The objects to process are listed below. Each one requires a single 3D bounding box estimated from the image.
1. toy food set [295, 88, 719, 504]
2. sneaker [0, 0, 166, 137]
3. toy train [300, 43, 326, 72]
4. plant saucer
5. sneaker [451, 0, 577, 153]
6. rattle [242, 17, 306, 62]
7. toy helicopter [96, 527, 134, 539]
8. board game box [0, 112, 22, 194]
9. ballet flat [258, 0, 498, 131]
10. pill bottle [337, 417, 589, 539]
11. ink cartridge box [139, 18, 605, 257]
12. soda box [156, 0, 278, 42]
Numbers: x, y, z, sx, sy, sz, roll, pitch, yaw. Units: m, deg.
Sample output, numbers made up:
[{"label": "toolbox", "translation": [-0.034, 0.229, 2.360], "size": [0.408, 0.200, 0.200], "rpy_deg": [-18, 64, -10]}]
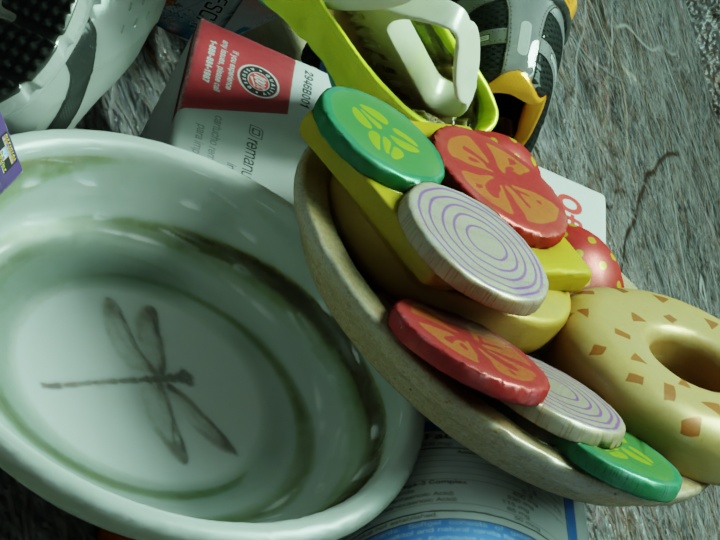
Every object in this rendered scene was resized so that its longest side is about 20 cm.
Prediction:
[{"label": "toy food set", "translation": [0.061, 0.011, 0.995], "size": [0.197, 0.049, 0.200], "rpy_deg": [2, 43, -52]}, {"label": "sneaker", "translation": [-0.097, -0.131, 1.026], "size": [0.200, 0.074, 0.080], "rpy_deg": [-55, 159, -12]}, {"label": "toy train", "translation": [0.029, -0.126, 1.292], "size": [0.087, 0.114, 0.201], "rpy_deg": [-51, 161, -37]}, {"label": "plant saucer", "translation": [-0.076, 0.034, 0.959], "size": [0.199, 0.050, 0.201], "rpy_deg": [19, 37, -15]}, {"label": "sneaker", "translation": [0.038, -0.055, 1.223], "size": [0.200, 0.078, 0.078], "rpy_deg": [113, -12, -46]}, {"label": "rattle", "translation": [-0.022, -0.175, 1.336], "size": [0.200, 0.142, 0.131], "rpy_deg": [59, 39, -60]}, {"label": "toy helicopter", "translation": [-0.068, 0.115, 1.024], "size": [0.132, 0.079, 0.201], "rpy_deg": [52, 18, -40]}, {"label": "board game box", "translation": [-0.183, -0.089, 0.825], "size": [0.165, 0.056, 0.201], "rpy_deg": [-62, 134, -67]}, {"label": "ballet flat", "translation": [0.004, -0.108, 1.038], "size": [0.067, 0.067, 0.200], "rpy_deg": [-68, 149, -23]}, {"label": "pill bottle", "translation": [0.031, 0.117, 0.985], "size": [0.200, 0.112, 0.113], "rpy_deg": [-90, 159, -62]}, {"label": "ink cartridge box", "translation": [0.000, 0.000, 1.122], "size": [0.199, 0.084, 0.145], "rpy_deg": [24, 34, -12]}, {"label": "soda box", "translation": [-0.063, -0.206, 1.246], "size": [0.063, 0.068, 0.201], "rpy_deg": [28, 56, -38]}]
